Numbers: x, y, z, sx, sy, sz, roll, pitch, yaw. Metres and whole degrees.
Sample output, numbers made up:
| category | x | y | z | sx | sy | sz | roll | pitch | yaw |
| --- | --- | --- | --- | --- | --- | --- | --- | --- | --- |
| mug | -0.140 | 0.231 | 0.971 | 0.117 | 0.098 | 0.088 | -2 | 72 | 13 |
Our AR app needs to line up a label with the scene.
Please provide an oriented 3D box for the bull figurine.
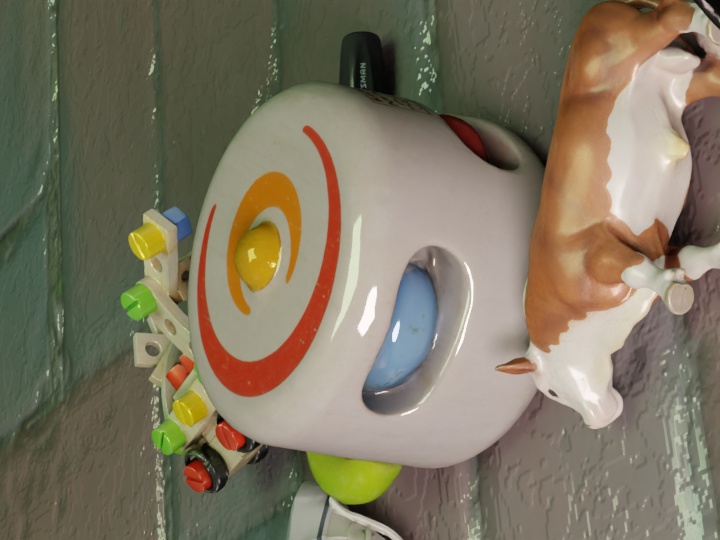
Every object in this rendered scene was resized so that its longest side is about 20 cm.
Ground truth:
| category | x | y | z | sx | sy | sz | roll | pitch | yaw |
| --- | --- | --- | --- | --- | --- | --- | --- | --- | --- |
| bull figurine | 0.120 | -0.028 | 0.913 | 0.121 | 0.065 | 0.200 | 2 | 85 | 54 |

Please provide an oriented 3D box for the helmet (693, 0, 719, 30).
| category | x | y | z | sx | sy | sz | roll | pitch | yaw |
| --- | --- | --- | --- | --- | --- | --- | --- | --- | --- |
| helmet | 0.188 | -0.147 | 0.718 | 0.200 | 0.200 | 0.191 | -63 | -9 | 25 |

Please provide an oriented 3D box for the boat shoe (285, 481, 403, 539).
| category | x | y | z | sx | sy | sz | roll | pitch | yaw |
| --- | --- | --- | --- | --- | --- | --- | --- | --- | --- |
| boat shoe | 0.001 | 0.163 | 1.044 | 0.202 | 0.086 | 0.075 | -91 | 12 | -80 |

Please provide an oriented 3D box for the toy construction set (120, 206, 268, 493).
| category | x | y | z | sx | sy | sz | roll | pitch | yaw |
| --- | --- | --- | --- | --- | --- | --- | --- | --- | --- |
| toy construction set | -0.092 | 0.049 | 1.181 | 0.131 | 0.092 | 0.200 | 51 | 160 | 8 |

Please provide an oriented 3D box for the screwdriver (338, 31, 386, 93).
| category | x | y | z | sx | sy | sz | roll | pitch | yaw |
| --- | --- | --- | --- | --- | --- | --- | --- | --- | --- |
| screwdriver | -0.001 | -0.037 | 1.144 | 0.028 | 0.029 | 0.200 | -19 | 65 | 55 |

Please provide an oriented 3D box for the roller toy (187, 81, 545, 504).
| category | x | y | z | sx | sy | sz | roll | pitch | yaw |
| --- | --- | --- | --- | --- | --- | --- | --- | --- | --- |
| roller toy | 0.000 | 0.000 | 1.024 | 0.182 | 0.140 | 0.200 | -36 | 51 | 48 |
